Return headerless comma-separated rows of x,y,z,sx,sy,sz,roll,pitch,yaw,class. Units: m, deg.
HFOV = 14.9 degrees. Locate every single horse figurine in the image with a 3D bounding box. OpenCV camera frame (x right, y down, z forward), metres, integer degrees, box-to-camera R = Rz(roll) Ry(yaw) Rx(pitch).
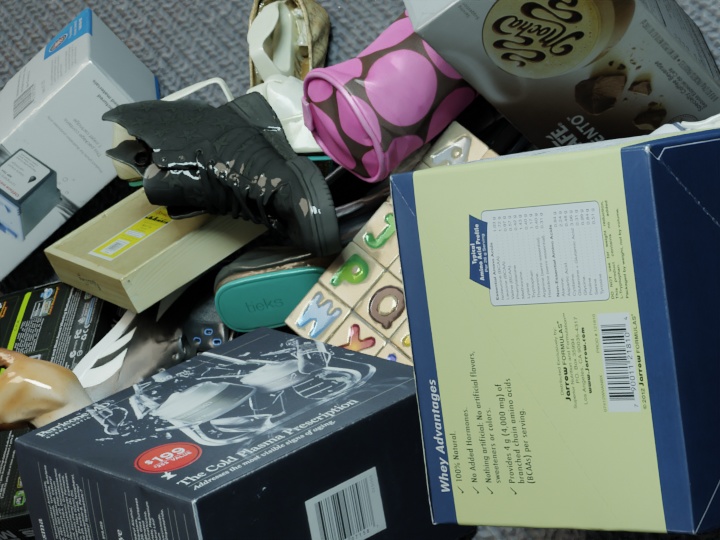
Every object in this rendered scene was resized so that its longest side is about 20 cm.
-0.199,0.114,1.797,0.133,0.200,0.050,-50,-1,17,horse figurine

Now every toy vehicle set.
-0.135,-0.026,1.878,0.124,0.027,0.200,-33,16,-14,toy vehicle set

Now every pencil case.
0.046,-0.144,1.754,0.093,0.091,0.200,30,58,32,pencil case

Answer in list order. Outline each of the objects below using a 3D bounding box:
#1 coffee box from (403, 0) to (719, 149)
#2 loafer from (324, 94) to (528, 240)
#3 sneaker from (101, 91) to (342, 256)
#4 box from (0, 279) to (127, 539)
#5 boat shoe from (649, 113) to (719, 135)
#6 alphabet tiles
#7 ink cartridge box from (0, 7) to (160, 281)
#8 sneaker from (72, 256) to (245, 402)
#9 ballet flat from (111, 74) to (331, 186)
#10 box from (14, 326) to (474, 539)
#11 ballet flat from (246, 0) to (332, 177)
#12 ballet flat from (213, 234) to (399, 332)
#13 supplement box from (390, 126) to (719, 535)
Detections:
0.123,-0.147,1.670,0.113,0.200,0.080,-34,44,17,coffee box
0.042,-0.078,1.803,0.200,0.063,0.072,-42,39,10,loafer
-0.091,-0.057,1.762,0.104,0.060,0.200,-19,38,-13,sneaker
-0.255,0.107,1.953,0.192,0.047,0.201,-17,48,38,box
0.231,-0.062,1.581,0.086,0.075,0.202,-31,13,-5,boat shoe
0.072,0.024,1.675,0.200,0.008,0.167,39,87,31,alphabet tiles
-0.246,-0.085,2.043,0.200,0.086,0.147,-43,18,10,ink cartridge box
-0.127,0.073,1.833,0.112,0.073,0.201,10,66,48,sneaker
-0.075,-0.100,1.855,0.199,0.070,0.070,-7,49,9,ballet flat
-0.069,0.126,1.629,0.199,0.105,0.182,-24,22,-36,box
-0.058,-0.124,1.938,0.070,0.065,0.201,-26,44,24,ballet flat
0.000,0.000,1.766,0.199,0.068,0.068,0,29,24,ballet flat
0.139,0.031,1.471,0.199,0.134,0.201,-4,94,50,supplement box
